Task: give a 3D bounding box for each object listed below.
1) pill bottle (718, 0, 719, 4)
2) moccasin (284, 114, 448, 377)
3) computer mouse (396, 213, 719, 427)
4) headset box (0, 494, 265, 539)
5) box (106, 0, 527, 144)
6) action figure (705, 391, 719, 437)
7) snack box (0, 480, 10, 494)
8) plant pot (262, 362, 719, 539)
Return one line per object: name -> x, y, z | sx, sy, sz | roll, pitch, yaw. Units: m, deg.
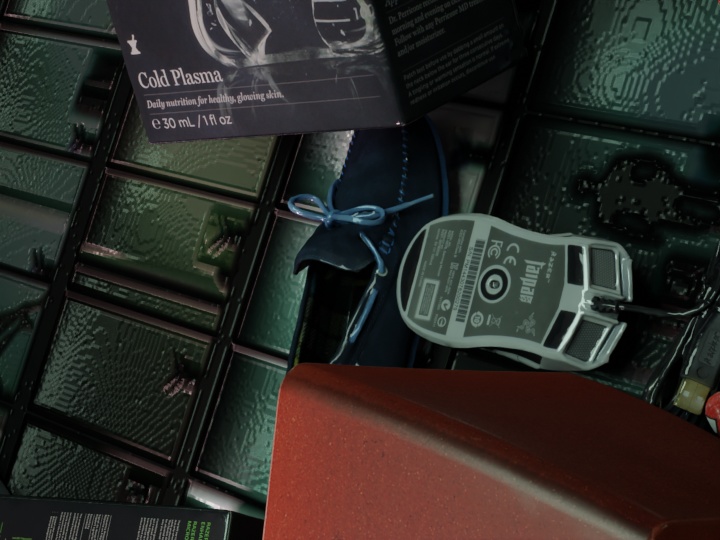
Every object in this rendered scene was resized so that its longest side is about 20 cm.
pill bottle -> 0.223, -0.125, 0.875 | 0.111, 0.111, 0.201 | -40, 53, 25
moccasin -> 0.000, 0.000, 1.055 | 0.080, 0.068, 0.201 | -12, 66, 50
computer mouse -> 0.106, 0.014, 0.982 | 0.199, 0.044, 0.110 | 12, 85, 39
headset box -> -0.075, 0.177, 0.996 | 0.199, 0.174, 0.093 | -3, 73, 40
box -> -0.039, -0.183, 1.061 | 0.199, 0.124, 0.198 | -1, 111, 42
action figure -> 0.196, 0.138, 0.856 | 0.065, 0.052, 0.201 | -42, 50, 30
snack box -> -0.292, 0.180, 1.271 | 0.143, 0.053, 0.200 | -56, 48, 13
plant pot -> 0.086, 0.153, 0.817 | 0.176, 0.199, 0.201 | 9, 93, 45
